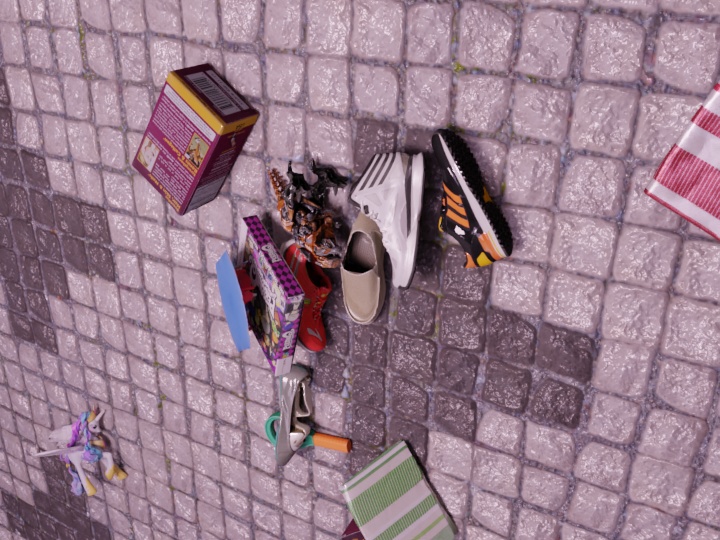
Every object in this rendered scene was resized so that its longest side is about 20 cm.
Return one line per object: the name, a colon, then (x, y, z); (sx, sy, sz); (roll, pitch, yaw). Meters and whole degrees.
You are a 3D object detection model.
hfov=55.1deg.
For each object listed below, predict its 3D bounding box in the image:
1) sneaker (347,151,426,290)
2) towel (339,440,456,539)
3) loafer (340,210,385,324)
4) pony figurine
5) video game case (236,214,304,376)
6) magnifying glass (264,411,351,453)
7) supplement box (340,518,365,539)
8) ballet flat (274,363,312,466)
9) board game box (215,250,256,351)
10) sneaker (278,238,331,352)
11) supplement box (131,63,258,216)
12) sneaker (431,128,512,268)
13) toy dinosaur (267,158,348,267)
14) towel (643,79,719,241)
sneaker: (0.035, -0.075, 1.021); (0.111, 0.076, 0.207); (5, 106, 4)
towel: (0.067, 0.425, 1.213); (0.204, 0.150, 0.023); (60, 166, -5)
loafer: (0.000, 0.000, 1.098); (0.074, 0.068, 0.206); (15, 118, 24)
pony figurine: (-0.683, 0.440, 1.674); (0.187, 0.167, 0.206); (-16, 102, 1)
video game case: (-0.159, 0.041, 1.164); (0.202, 0.035, 0.185); (55, 144, 36)
magnifying glass: (-0.105, 0.323, 1.335); (0.195, 0.022, 0.082); (3, 112, 29)
supplement box: (0.069, 0.538, 1.284); (0.109, 0.085, 0.203); (-31, 94, 35)
ballet flat: (-0.121, 0.276, 1.282); (0.062, 0.067, 0.207); (10, 105, 22)
board game box: (-0.201, 0.052, 1.170); (0.199, 0.038, 0.163); (154, 102, -69)
sneaker: (-0.085, 0.046, 1.169); (0.083, 0.077, 0.206); (-4, 109, 26)
supplement box: (-0.277, -0.216, 1.149); (0.131, 0.103, 0.201); (43, 125, 6)
sneaker: (0.135, -0.095, 0.974); (0.089, 0.070, 0.204); (-25, 99, 33)
toy dinosaur: (-0.094, -0.095, 1.095); (0.197, 0.102, 0.138); (34, 129, 13)
towel: (0.445, -0.135, 0.800); (0.143, 0.023, 0.203); (36, 125, 14)
